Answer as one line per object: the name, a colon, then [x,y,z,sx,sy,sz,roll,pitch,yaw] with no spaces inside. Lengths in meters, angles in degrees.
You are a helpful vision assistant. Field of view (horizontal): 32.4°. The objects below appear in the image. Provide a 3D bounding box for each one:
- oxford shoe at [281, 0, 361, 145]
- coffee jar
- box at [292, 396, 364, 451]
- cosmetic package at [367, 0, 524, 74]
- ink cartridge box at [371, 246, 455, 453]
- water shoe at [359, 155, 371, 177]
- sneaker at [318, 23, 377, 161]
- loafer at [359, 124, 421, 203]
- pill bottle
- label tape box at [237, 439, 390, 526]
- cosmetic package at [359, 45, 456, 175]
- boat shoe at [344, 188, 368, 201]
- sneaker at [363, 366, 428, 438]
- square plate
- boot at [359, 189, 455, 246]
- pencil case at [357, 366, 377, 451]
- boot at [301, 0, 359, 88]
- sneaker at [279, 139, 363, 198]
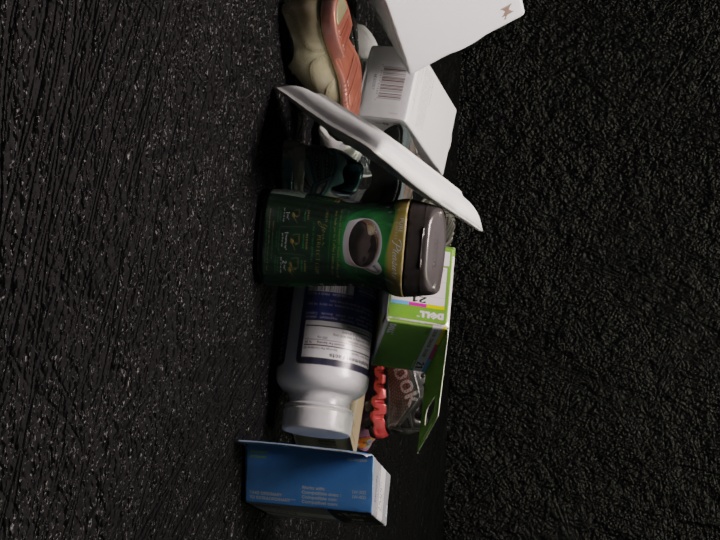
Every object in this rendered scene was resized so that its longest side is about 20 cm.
oxford shoe: [-0.042,-0.228,1.403,0.071,0.073,0.202,-74,161,-44]
coffee jar: [-0.007,-0.028,1.322,0.085,0.196,0.106,5,91,-80]
box: [-0.033,0.128,1.600,0.095,0.076,0.203,78,19,-60]
cosmetic package: [0.076,-0.389,1.504,0.202,0.166,0.167,63,1,32]
ink cartridge box: [0.054,0.088,1.420,0.148,0.074,0.203,108,-10,-65]
water shoe: [-0.001,-0.167,1.711,0.199,0.078,0.073,-9,100,-54]
sneaker: [-0.015,-0.235,1.593,0.080,0.069,0.204,64,31,-66]
loafer: [0.041,-0.088,1.488,0.063,0.071,0.202,43,44,-33]
pill bottle: [-0.040,0.089,1.443,0.111,0.109,0.204,62,34,-72]
label tape box: [-0.049,0.233,1.349,0.200,0.141,0.067,62,33,-73]
cosmetic package: [0.064,-0.208,1.632,0.200,0.073,0.103,46,55,-66]
boat shoe: [0.000,0.000,1.551,0.071,0.068,0.204,-16,104,-38]
sneaker: [0.058,0.123,1.625,0.071,0.096,0.204,-35,128,-77]
square plate: [0.024,-0.128,1.337,0.199,0.198,0.029,32,94,-44]
boot: [0.035,-0.066,1.613,0.200,0.072,0.184,47,-35,39]
pencil case: [0.028,0.152,1.712,0.201,0.087,0.087,-55,172,6]
boot: [-0.028,-0.290,1.519,0.131,0.066,0.204,6,89,-86]
sneaker: [-0.036,-0.104,1.459,0.200,0.085,0.079,2,93,-80]
